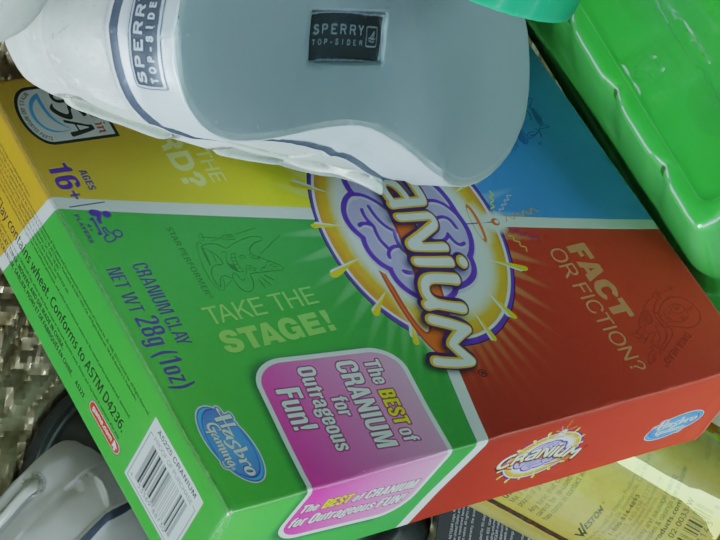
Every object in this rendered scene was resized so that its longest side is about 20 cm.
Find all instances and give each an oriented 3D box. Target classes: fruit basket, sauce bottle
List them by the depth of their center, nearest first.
[{"bbox_3d":[0.040,0.043,0.746,0.200,0.066,0.066,30,69,-17],"label":"sauce bottle"},{"bbox_3d":[0.132,-0.058,0.786,0.186,0.094,0.200,61,15,17],"label":"fruit basket"}]

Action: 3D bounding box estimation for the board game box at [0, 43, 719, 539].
[{"bbox_3d":[0.000,0.000,0.683,0.200,0.153,0.040,-13,149,-37],"label":"board game box"}]

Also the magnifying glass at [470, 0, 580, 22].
[{"bbox_3d":[-0.028,-0.121,0.610,0.022,0.200,0.080,-65,174,20],"label":"magnifying glass"}]

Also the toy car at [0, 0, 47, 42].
[{"bbox_3d":[-0.074,-0.149,0.518,0.150,0.200,0.175,-38,111,-55],"label":"toy car"}]

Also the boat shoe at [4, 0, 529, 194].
[{"bbox_3d":[-0.028,-0.060,0.636,0.202,0.086,0.075,-6,102,-59],"label":"boat shoe"}]

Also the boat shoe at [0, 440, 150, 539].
[{"bbox_3d":[-0.126,0.136,0.651,0.200,0.065,0.074,-47,149,-12],"label":"boat shoe"}]

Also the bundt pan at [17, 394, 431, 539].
[{"bbox_3d":[-0.041,0.119,0.779,0.202,0.076,0.202,-29,125,-52],"label":"bundt pan"}]

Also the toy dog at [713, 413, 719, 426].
[{"bbox_3d":[0.197,-0.029,1.061,0.194,0.139,0.200,60,36,-26],"label":"toy dog"}]

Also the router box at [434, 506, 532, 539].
[{"bbox_3d":[0.083,0.065,0.873,0.157,0.052,0.201,22,76,-67],"label":"router box"}]
